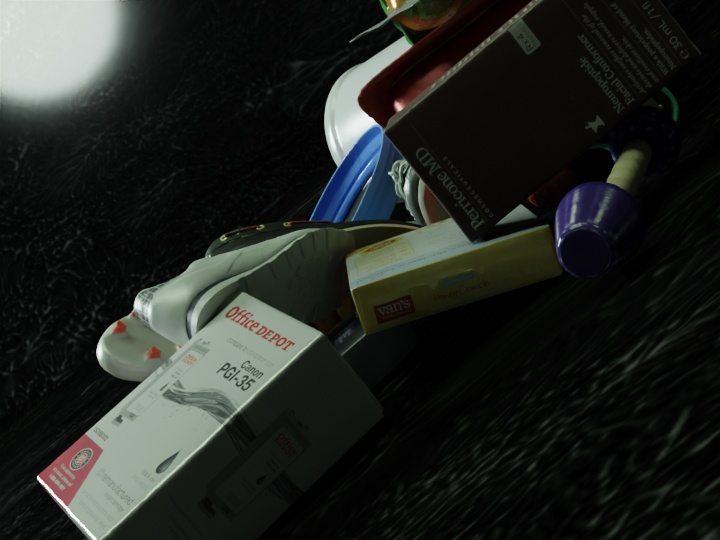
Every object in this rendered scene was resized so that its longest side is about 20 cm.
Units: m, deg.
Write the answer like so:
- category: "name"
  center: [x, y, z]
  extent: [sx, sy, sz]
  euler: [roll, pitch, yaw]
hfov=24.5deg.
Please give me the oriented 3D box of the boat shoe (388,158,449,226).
- category: "boat shoe"
  center: [0.055, -0.071, 1.508]
  extent: [0.200, 0.061, 0.074]
  euler: [1, -80, -79]

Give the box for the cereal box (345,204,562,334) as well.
- category: "cereal box"
  center: [0.062, -0.006, 1.199]
  extent: [0.142, 0.040, 0.200]
  euler: [-18, 8, 1]

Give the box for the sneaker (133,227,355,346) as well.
- category: "sneaker"
  center: [-0.081, 0.007, 1.267]
  extent: [0.080, 0.077, 0.199]
  euler: [12, 20, 38]

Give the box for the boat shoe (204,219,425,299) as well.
- category: "boat shoe"
  center: [-0.030, -0.013, 1.369]
  extent: [0.199, 0.074, 0.063]
  euler: [-9, 33, -12]

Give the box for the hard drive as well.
- category: "hard drive"
  center: [-0.042, 0.096, 1.268]
  extent: [0.200, 0.042, 0.135]
  euler: [-40, 7, -2]

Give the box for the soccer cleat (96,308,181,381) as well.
- category: "soccer cleat"
  center: [-0.155, 0.069, 1.353]
  extent: [0.078, 0.069, 0.200]
  euler: [-60, -15, 20]

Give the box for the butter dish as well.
- category: "butter dish"
  center: [0.132, -0.116, 1.322]
  extent: [0.199, 0.149, 0.199]
  euler: [-34, -36, 21]

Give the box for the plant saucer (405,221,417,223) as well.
- category: "plant saucer"
  center: [0.000, 0.006, 1.605]
  extent: [0.201, 0.039, 0.201]
  euler: [-40, 8, 7]

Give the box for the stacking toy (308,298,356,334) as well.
- category: "stacking toy"
  center: [0.000, 0.000, 1.447]
  extent: [0.198, 0.116, 0.111]
  euler: [-20, 52, 13]

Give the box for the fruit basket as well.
- category: "fruit basket"
  center: [0.087, -0.241, 1.318]
  extent: [0.185, 0.094, 0.200]
  euler: [-38, 13, -11]

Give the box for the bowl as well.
- category: "bowl"
  center: [-0.010, -0.059, 1.773]
  extent: [0.201, 0.039, 0.201]
  euler: [-57, 15, 25]

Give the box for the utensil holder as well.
- category: "utensil holder"
  center: [0.078, -0.186, 1.859]
  extent: [0.170, 0.170, 0.200]
  euler: [-44, 10, -34]

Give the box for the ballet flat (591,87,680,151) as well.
- category: "ballet flat"
  center: [0.152, -0.121, 1.199]
  extent: [0.198, 0.068, 0.070]
  euler: [0, -6, -31]

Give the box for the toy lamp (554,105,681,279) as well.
- category: "toy lamp"
  center: [0.164, -0.049, 1.056]
  extent: [0.058, 0.058, 0.200]
  euler: [-35, 6, 29]

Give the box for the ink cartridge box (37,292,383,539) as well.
- category: "ink cartridge box"
  center: [-0.103, 0.119, 1.120]
  extent: [0.200, 0.083, 0.146]
  euler: [-43, 26, -13]

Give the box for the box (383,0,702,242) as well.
- category: "box"
  center: [0.121, -0.123, 1.121]
  extent: [0.200, 0.100, 0.075]
  euler: [-40, 5, 12]
